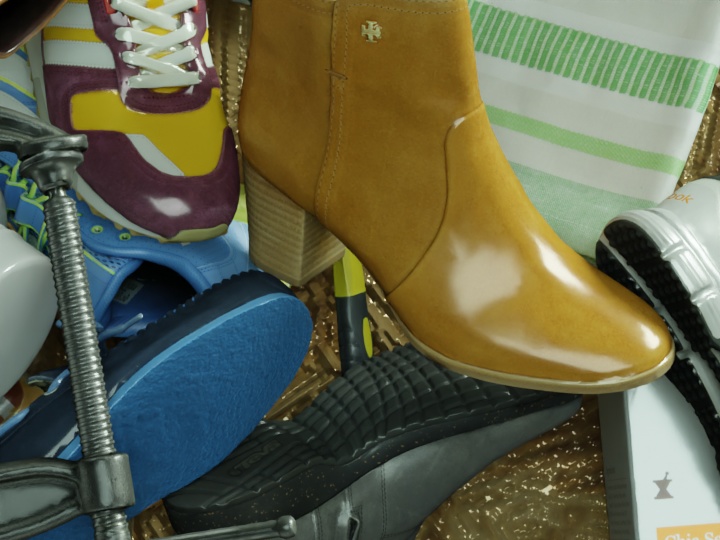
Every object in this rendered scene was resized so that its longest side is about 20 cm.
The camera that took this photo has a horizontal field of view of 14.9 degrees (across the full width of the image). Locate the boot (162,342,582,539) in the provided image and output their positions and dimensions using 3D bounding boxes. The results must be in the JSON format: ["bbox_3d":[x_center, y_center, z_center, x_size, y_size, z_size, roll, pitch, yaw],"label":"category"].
[{"bbox_3d":[0.010,0.112,1.173,0.199,0.070,0.132,-19,119,-17],"label":"boot"}]

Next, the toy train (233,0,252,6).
[{"bbox_3d":[-0.015,-0.212,1.207,0.114,0.085,0.200,40,86,14],"label":"toy train"}]

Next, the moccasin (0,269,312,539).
[{"bbox_3d":[-0.112,0.060,1.095,0.200,0.081,0.068,-36,46,-14],"label":"moccasin"}]

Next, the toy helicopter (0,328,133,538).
[{"bbox_3d":[-0.148,0.050,1.174,0.132,0.079,0.201,-18,74,1],"label":"toy helicopter"}]

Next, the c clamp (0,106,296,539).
[{"bbox_3d":[-0.130,0.026,1.048,0.170,0.027,0.201,-15,86,3],"label":"c clamp"}]

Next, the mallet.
[{"bbox_3d":[0.000,0.000,1.198,0.041,0.066,0.201,0,108,32],"label":"mallet"}]

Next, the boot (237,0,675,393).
[{"bbox_3d":[0.037,-0.042,1.085,0.200,0.071,0.145,20,125,22],"label":"boot"}]

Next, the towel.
[{"bbox_3d":[0.092,-0.110,1.190,0.152,0.023,0.201,18,83,35],"label":"towel"}]

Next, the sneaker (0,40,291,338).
[{"bbox_3d":[-0.120,-0.035,1.159,0.199,0.105,0.076,29,116,-2],"label":"sneaker"}]

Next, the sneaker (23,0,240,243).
[{"bbox_3d":[-0.096,-0.105,1.132,0.075,0.090,0.201,-7,55,-31],"label":"sneaker"}]

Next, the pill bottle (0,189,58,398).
[{"bbox_3d":[-0.222,-0.022,1.127,0.200,0.109,0.109,33,83,20],"label":"pill bottle"}]

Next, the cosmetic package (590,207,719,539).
[{"bbox_3d":[0.158,0.072,1.193,0.101,0.071,0.201,-5,84,-4],"label":"cosmetic package"}]

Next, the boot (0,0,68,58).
[{"bbox_3d":[-0.179,-0.176,1.130,0.199,0.069,0.189,11,48,29],"label":"boot"}]

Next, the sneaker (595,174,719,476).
[{"bbox_3d":[0.178,0.049,1.123,0.080,0.074,0.201,-32,99,-28],"label":"sneaker"}]
